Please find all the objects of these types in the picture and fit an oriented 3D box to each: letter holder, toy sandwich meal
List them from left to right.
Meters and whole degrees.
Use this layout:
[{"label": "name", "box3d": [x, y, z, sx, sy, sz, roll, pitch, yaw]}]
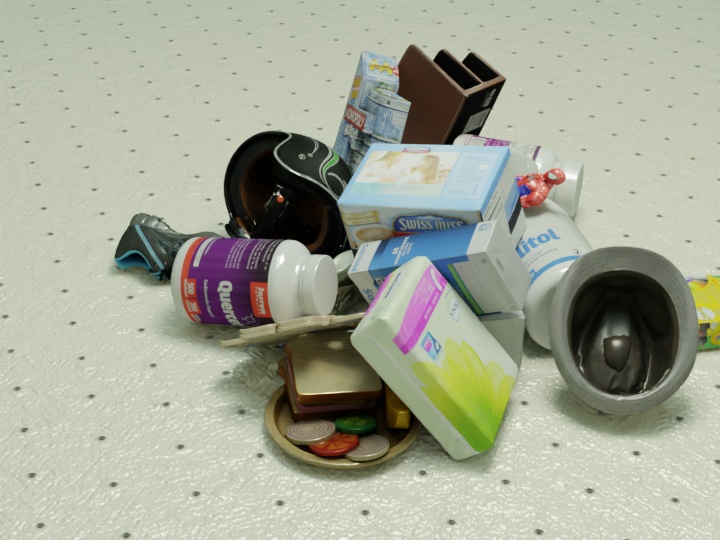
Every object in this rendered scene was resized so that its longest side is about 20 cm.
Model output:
[{"label": "toy sandwich meal", "box3d": [-0.020, 0.148, 1.414, 0.203, 0.071, 0.206, 1, 31, -1]}, {"label": "letter holder", "box3d": [0.118, -0.258, 1.941, 0.100, 0.201, 0.142, -27, 63, -39]}]

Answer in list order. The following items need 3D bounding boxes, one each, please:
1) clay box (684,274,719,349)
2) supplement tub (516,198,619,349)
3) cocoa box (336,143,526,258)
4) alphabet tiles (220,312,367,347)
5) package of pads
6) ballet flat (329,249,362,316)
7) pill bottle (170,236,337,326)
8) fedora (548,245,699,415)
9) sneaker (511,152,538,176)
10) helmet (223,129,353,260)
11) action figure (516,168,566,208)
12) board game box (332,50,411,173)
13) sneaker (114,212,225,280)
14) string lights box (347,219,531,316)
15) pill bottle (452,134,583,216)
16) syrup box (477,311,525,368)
[{"label": "clay box", "box3d": [0.419, 0.057, 1.613, 0.198, 0.048, 0.115, -3, 31, -11]}, {"label": "supplement tub", "box3d": [0.250, 0.003, 1.615, 0.131, 0.133, 0.200, -5, 31, -12]}, {"label": "cocoa box", "box3d": [0.093, -0.073, 1.567, 0.198, 0.132, 0.134, 4, 44, 26]}, {"label": "alphabet tiles", "box3d": [-0.061, 0.069, 1.477, 0.194, 0.015, 0.200, -13, -7, 22]}, {"label": "package of pads", "box3d": [0.090, 0.097, 1.406, 0.068, 0.200, 0.155, -33, 13, 33]}, {"label": "ballet flat", "box3d": [0.000, 0.000, 1.659, 0.068, 0.076, 0.199, 23, 37, 33]}, {"label": "pill bottle", "box3d": [-0.135, 0.016, 1.561, 0.198, 0.113, 0.113, 2, 29, 22]}, {"label": "fedora", "box3d": [0.314, 0.079, 1.475, 0.175, 0.090, 0.202, -3, 73, 4]}, {"label": "sneaker", "box3d": [0.168, -0.107, 1.807, 0.199, 0.100, 0.071, -20, 57, -12]}, {"label": "helmet", "box3d": [-0.095, -0.097, 1.704, 0.198, 0.202, 0.191, 0, 24, -3]}, {"label": "action figure", "box3d": [0.187, -0.100, 1.646, 0.199, 0.052, 0.066, -15, 29, 32]}, {"label": "board game box", "box3d": [0.016, -0.228, 1.872, 0.061, 0.202, 0.200, 10, 12, -15]}, {"label": "sneaker", "box3d": [-0.248, -0.014, 1.695, 0.199, 0.073, 0.082, 14, 55, 22]}, {"label": "string lights box", "box3d": [0.095, 0.007, 1.488, 0.199, 0.103, 0.059, -9, 41, 35]}, {"label": "pill bottle", "box3d": [0.237, -0.140, 1.872, 0.198, 0.113, 0.112, 12, 32, 15]}, {"label": "syrup box", "box3d": [0.149, 0.043, 1.592, 0.081, 0.079, 0.200, -4, 31, -9]}]
